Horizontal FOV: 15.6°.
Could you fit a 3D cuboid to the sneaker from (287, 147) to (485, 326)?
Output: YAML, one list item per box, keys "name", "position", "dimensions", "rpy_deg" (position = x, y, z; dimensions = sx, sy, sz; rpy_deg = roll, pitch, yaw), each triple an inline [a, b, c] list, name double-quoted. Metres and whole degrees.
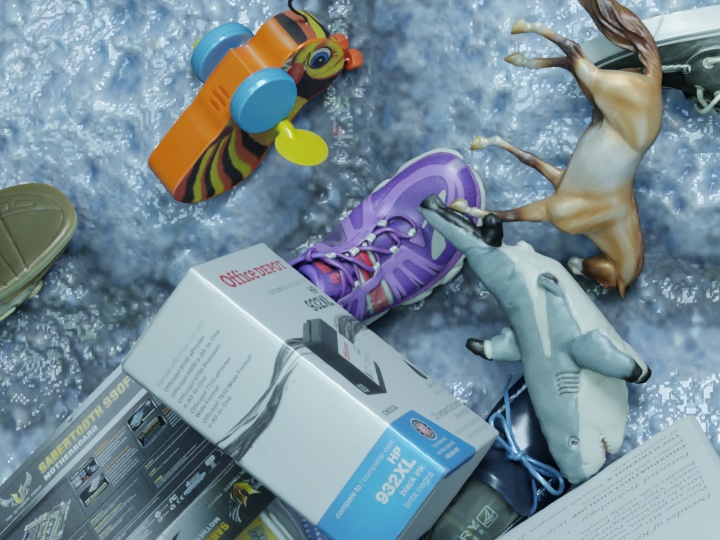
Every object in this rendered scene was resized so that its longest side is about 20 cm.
- name: "sneaker"
  position: [0.000, 0.000, 1.726]
  dimensions: [0.200, 0.083, 0.081]
  rpy_deg: [-42, 80, 3]

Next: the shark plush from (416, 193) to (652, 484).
- name: "shark plush"
  position: [0.104, 0.034, 1.670]
  dimensions: [0.083, 0.091, 0.200]
  rpy_deg: [-40, 93, 7]

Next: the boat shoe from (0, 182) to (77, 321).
- name: "boat shoe"
  position: [-0.274, 0.017, 1.792]
  dimensions: [0.200, 0.063, 0.073]
  rpy_deg: [-41, 68, -2]

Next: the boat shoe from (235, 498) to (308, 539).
- name: "boat shoe"
  position: [-0.035, 0.232, 1.694]
  dimensions: [0.074, 0.086, 0.203]
  rpy_deg: [-27, 84, 9]

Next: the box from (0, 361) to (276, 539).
- name: "box"
  position: [-0.151, 0.148, 1.714]
  dimensions: [0.200, 0.048, 0.158]
  rpy_deg: [-45, 39, 3]

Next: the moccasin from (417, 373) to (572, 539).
- name: "moccasin"
  position: [0.094, 0.144, 1.705]
  dimensions: [0.080, 0.068, 0.201]
  rpy_deg: [30, 89, 11]

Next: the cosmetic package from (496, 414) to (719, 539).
- name: "cosmetic package"
  position: [0.191, 0.224, 1.595]
  dimensions: [0.166, 0.200, 0.168]
  rpy_deg: [-33, 105, 5]

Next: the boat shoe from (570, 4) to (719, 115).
- name: "boat shoe"
  position: [0.234, -0.135, 1.704]
  dimensions: [0.199, 0.071, 0.064]
  rpy_deg: [-10, 83, 7]

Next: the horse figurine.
- name: "horse figurine"
  position: [0.142, -0.086, 1.683]
  dimensions: [0.132, 0.050, 0.201]
  rpy_deg: [21, 113, 5]

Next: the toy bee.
- name: "toy bee"
  position: [-0.050, -0.124, 1.743]
  dimensions: [0.200, 0.108, 0.132]
  rpy_deg: [-36, 64, 36]

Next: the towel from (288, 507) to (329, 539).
- name: "towel"
  position: [-0.077, 0.205, 1.758]
  dimensions: [0.199, 0.024, 0.146]
  rpy_deg: [-18, 85, 9]

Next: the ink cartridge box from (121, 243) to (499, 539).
- name: "ink cartridge box"
  position: [-0.028, 0.080, 1.620]
  dimensions: [0.200, 0.145, 0.084]
  rpy_deg: [38, 105, 9]
